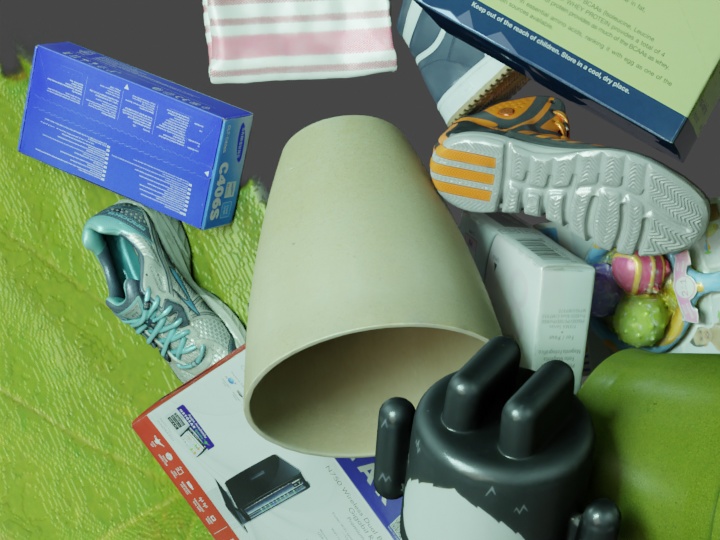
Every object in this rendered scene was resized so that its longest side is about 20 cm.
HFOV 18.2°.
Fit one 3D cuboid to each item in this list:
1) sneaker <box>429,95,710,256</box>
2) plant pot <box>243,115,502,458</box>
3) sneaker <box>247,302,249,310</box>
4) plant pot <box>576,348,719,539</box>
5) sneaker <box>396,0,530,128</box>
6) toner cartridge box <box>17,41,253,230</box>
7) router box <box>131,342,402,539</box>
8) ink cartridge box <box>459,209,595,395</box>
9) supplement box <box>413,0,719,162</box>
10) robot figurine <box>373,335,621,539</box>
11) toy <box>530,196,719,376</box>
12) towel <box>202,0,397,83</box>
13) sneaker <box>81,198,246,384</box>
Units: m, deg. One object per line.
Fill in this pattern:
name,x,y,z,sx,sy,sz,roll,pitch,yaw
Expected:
sneaker,0.154,-0.078,1.583,0.198,0.112,0.078,17,119,7
plant pot,0.000,0.000,1.574,0.187,0.187,0.201,-32,52,32
sneaker,-0.035,-0.024,1.727,0.079,0.074,0.201,38,117,27
plant pot,0.243,0.139,1.521,0.192,0.200,0.202,17,108,41
sneaker,0.107,-0.201,1.605,0.200,0.070,0.109,-41,72,28
toner cartridge box,-0.185,-0.111,1.823,0.199,0.043,0.096,23,111,28
router box,-0.062,0.157,1.740,0.201,0.049,0.179,54,136,-2
ink cartridge box,0.108,0.071,1.614,0.163,0.057,0.202,-140,57,-66
supplement box,0.172,-0.210,1.465,0.199,0.134,0.201,30,93,11
robot figurine,0.089,0.146,1.490,0.151,0.124,0.201,-118,27,-49
toy,0.205,0.014,1.592,0.199,0.047,0.116,-8,91,32
towel,-0.050,-0.241,1.677,0.145,0.030,0.202,-5,99,-1
sneaker,-0.162,0.035,1.809,0.078,0.086,0.201,-40,77,31
